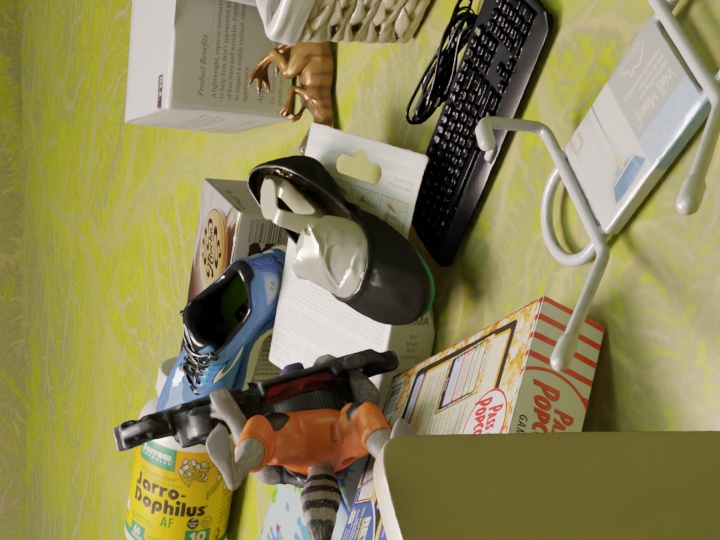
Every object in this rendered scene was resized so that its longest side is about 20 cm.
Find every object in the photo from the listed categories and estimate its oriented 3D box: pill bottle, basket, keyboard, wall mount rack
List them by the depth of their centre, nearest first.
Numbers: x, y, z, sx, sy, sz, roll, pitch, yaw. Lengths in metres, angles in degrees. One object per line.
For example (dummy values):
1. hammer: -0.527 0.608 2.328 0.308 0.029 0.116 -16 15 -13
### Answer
1. wall mount rack: 0.126 -0.055 0.570 0.201 0.074 0.175 117 145 -45
2. keyboard: 0.062 -0.108 0.765 0.104 0.039 0.201 -116 38 -46
3. basket: 0.004 -0.275 0.812 0.201 0.122 0.136 119 145 -46
4. pill bottle: -0.186 0.200 1.200 0.113 0.112 0.202 -137 55 -60

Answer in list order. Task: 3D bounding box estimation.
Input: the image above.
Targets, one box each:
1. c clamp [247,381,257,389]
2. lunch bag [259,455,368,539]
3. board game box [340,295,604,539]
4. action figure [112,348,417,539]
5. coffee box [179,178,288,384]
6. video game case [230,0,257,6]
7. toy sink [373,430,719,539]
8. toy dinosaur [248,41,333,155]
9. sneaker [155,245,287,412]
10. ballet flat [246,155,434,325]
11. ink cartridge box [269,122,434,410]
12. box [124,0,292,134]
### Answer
1. c clamp: -0.084 0.088 0.998 0.199 0.027 0.173 14 99 37
2. lunch bag: -0.017 0.228 0.853 0.161 0.082 0.202 -122 41 -54
3. board game box: 0.057 0.117 0.673 0.200 0.046 0.153 -37 30 60
4. action figure: -0.057 0.119 0.726 0.193 0.198 0.106 131 123 -85
5. coffee box: -0.115 0.023 1.098 0.113 0.079 0.202 41 124 57
6. video game case: -0.120 -0.339 1.012 0.022 0.198 0.184 -96 17 -69
7. toy sink: 0.091 0.154 0.476 0.112 0.198 0.131 118 145 -43
8. toy dinosaur: -0.047 -0.203 1.022 0.106 0.060 0.202 -4 89 42
9. sneaker: -0.129 0.059 0.959 0.079 0.089 0.201 47 116 28
10. ballet flat: -0.026 -0.022 0.798 0.200 0.068 0.069 44 121 47
11. ink cartridge box: 0.000 0.000 0.860 0.162 0.050 0.202 24 105 53
12. box: -0.158 -0.251 1.164 0.200 0.130 0.201 -173 87 -66
